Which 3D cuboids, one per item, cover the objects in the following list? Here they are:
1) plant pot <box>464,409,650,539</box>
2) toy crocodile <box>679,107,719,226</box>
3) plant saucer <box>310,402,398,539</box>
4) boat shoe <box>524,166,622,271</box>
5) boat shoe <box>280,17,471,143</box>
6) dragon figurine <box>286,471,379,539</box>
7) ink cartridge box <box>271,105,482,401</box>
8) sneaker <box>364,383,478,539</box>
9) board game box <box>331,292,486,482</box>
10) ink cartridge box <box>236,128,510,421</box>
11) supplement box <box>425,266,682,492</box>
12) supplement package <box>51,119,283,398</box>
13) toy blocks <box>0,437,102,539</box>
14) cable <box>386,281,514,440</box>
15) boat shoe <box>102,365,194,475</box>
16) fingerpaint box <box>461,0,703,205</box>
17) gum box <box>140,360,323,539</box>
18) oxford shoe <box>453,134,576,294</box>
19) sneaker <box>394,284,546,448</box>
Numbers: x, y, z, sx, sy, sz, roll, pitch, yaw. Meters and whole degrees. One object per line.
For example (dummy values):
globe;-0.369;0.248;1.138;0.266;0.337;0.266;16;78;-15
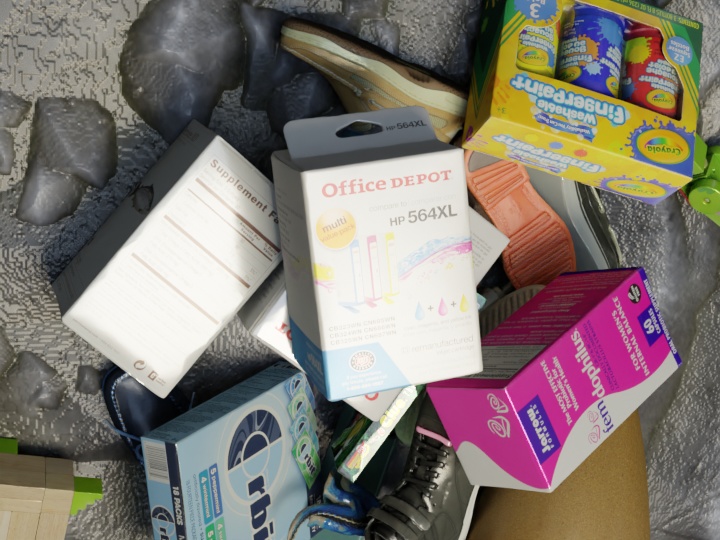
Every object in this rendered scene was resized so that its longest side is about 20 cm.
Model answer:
plant pot;0.196;0.214;1.132;0.185;0.186;0.201;17;81;-21
toy crocodile;0.328;-0.112;1.214;0.200;0.062;0.068;44;52;-27
plant saucer;-0.003;0.197;1.203;0.070;0.019;0.201;16;98;-21
boat shoe;0.199;-0.069;1.184;0.064;0.070;0.201;-35;106;-42
boat shoe;0.009;-0.162;1.094;0.199;0.072;0.076;21;108;-22
dragon figurine;0.008;0.236;1.132;0.099;0.200;0.059;25;93;20
ink cartridge box;0.009;-0.021;0.937;0.128;0.125;0.201;-10;104;-12
sneaker;0.056;0.187;1.058;0.099;0.070;0.201;-25;129;-46
board game box;0.042;0.098;1.106;0.023;0.105;0.200;36;89;-8
ink cartridge box;0.000;0.000;1.083;0.146;0.146;0.200;37;90;-19
supplement box;0.167;0.089;1.028;0.200;0.103;0.102;-36;107;-32
supplement package;-0.158;-0.014;1.046;0.117;0.117;0.200;41;88;-22
toy blocks;-0.342;0.232;1.069;0.199;0.100;0.137;8;112;-19
cable;0.070;0.071;1.168;0.200;0.050;0.097;-49;113;-12
boat shoe;-0.164;0.169;1.114;0.084;0.069;0.200;-38;112;-6
fingerpaint box;0.206;-0.171;1.099;0.199;0.073;0.168;16;68;-12
gum box;-0.108;0.195;1.091;0.200;0.044;0.171;-26;116;-53
oxford shoe;0.149;-0.049;1.161;0.071;0.073;0.201;-29;111;-5
sneaker;0.125;0.103;1.147;0.200;0.078;0.079;-45;126;4
